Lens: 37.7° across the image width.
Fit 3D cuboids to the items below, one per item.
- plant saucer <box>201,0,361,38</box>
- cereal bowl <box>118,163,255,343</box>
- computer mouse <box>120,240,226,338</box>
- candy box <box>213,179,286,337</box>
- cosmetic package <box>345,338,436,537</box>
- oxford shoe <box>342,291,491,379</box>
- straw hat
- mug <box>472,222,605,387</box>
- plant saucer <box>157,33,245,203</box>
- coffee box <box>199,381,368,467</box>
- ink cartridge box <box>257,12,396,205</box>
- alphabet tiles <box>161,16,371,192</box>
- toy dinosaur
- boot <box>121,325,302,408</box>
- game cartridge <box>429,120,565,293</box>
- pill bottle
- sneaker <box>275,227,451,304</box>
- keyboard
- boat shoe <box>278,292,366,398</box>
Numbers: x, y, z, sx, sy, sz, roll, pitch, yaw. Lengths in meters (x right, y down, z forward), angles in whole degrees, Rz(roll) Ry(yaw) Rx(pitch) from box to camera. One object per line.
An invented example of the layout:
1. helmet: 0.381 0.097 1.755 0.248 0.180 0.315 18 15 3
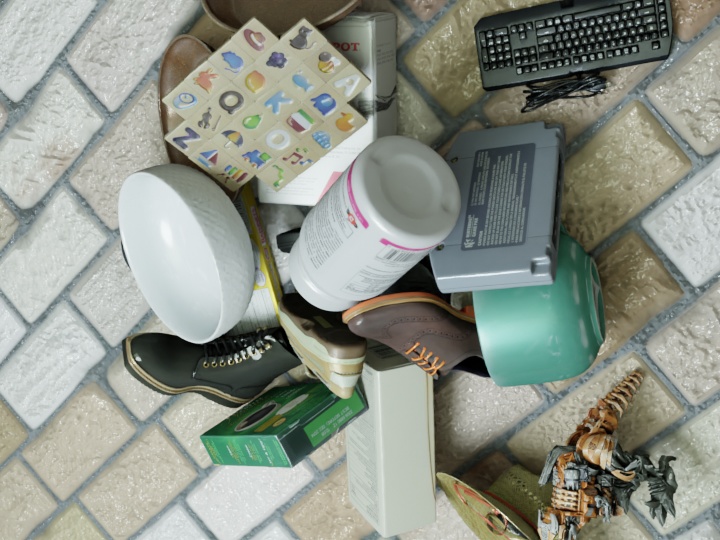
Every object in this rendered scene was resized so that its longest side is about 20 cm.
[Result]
1. plant saucer: -0.066 -0.302 1.081 0.198 0.202 0.037 5 149 19
2. cereal bowl: -0.180 -0.027 1.159 0.199 0.083 0.202 30 133 38
3. computer mouse: -0.218 -0.008 1.261 0.200 0.046 0.141 50 130 10
4. candy box: -0.154 -0.011 1.272 0.101 0.026 0.202 -9 102 28
5. cosmetic package: 0.032 0.187 1.209 0.072 0.103 0.202 -10 109 -23
6. oxford shoe: 0.072 0.072 1.119 0.071 0.198 0.073 -40 48 48
7. straw hat: 0.184 0.270 1.189 0.201 0.201 0.085 44 73 4
8. mug: 0.185 0.022 1.081 0.113 0.152 0.187 -8 104 19
9. plant saucer: -0.169 -0.165 1.186 0.200 0.036 0.202 31 129 47
10. coffee box: -0.090 0.176 1.207 0.199 0.123 0.044 -15 105 55
11. ink cartridge box: -0.038 -0.177 1.146 0.144 0.085 0.202 5 109 20
12. alphabet tiles: -0.094 -0.161 1.059 0.199 0.006 0.166 -34 128 25
13. toy dinosaur: 0.259 0.207 1.112 0.135 0.102 0.201 30 97 -18
14. boot: -0.162 0.090 1.224 0.138 0.199 0.078 -31 59 30
15. game cartridge: 0.136 -0.065 1.065 0.132 0.201 0.042 -8 139 26
16. pill bottle: 0.006 -0.039 1.053 0.114 0.113 0.200 49 145 1
17. sneaker: 0.001 -0.001 1.197 0.198 0.060 0.105 -4 100 19
18. keyboard: 0.213 -0.220 1.061 0.198 0.040 0.105 -7 102 24
19. boat shoe: -0.049 0.084 1.178 0.071 0.200 0.077 -2 108 -16
